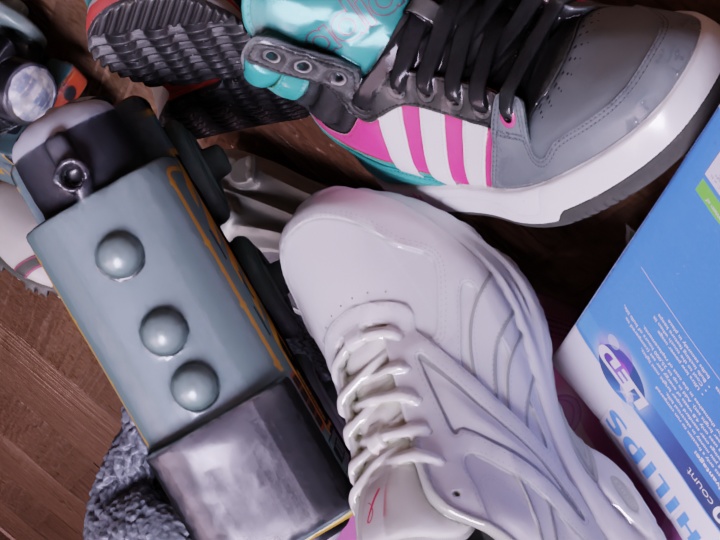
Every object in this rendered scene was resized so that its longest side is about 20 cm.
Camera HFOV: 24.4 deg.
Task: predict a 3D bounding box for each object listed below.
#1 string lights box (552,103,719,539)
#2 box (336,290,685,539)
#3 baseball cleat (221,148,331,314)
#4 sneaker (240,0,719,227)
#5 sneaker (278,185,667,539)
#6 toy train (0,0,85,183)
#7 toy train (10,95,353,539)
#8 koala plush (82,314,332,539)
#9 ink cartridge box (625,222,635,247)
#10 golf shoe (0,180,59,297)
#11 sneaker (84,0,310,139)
[{"bbox_3d":[0.134,0.016,0.516,0.103,0.059,0.200,55,157,17],"label":"string lights box"},{"bbox_3d":[0.071,0.138,0.670,0.200,0.176,0.097,52,-163,27],"label":"box"},{"bbox_3d":[0.000,0.000,0.797,0.200,0.070,0.106,31,172,33],"label":"baseball cleat"},{"bbox_3d":[0.025,-0.080,0.552,0.121,0.084,0.200,38,163,-22],"label":"sneaker"},{"bbox_3d":[0.026,0.058,0.570,0.078,0.099,0.200,-44,75,38],"label":"sneaker"},{"bbox_3d":[-0.216,-0.098,0.906,0.200,0.085,0.114,17,162,42],"label":"toy train"},{"bbox_3d":[-0.063,0.023,0.623,0.200,0.085,0.114,62,-179,-2],"label":"toy train"},{"bbox_3d":[-0.010,0.095,0.869,0.200,0.184,0.177,8,176,36],"label":"koala plush"},{"bbox_3d":[0.182,0.075,0.651,0.200,0.048,0.146,53,168,31],"label":"ink cartridge box"},{"bbox_3d":[-0.151,-0.018,1.008,0.200,0.077,0.088,29,137,20],"label":"golf shoe"},{"bbox_3d":[-0.065,-0.114,0.668,0.200,0.070,0.093,44,-144,-79],"label":"sneaker"}]
